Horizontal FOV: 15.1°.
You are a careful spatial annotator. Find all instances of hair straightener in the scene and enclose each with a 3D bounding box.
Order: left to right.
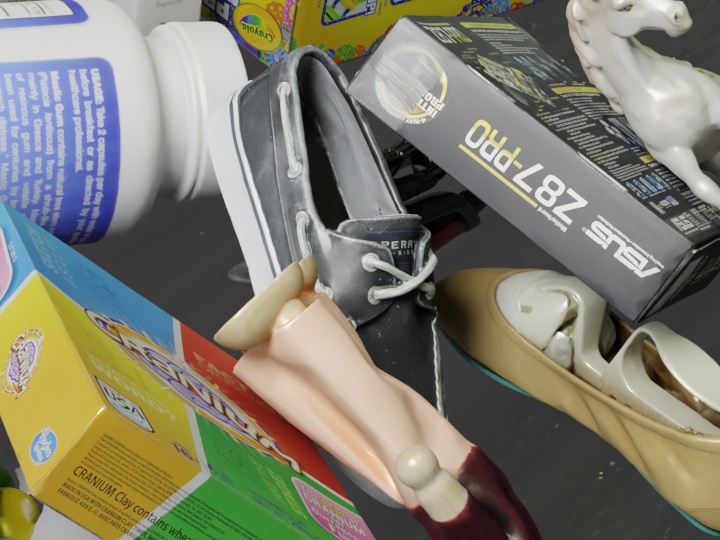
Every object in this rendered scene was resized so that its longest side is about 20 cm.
[{"bbox_3d":[0.013,-0.029,1.243,0.041,0.077,0.200,9,28,42],"label":"hair straightener"}]

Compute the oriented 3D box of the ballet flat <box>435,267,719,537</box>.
[{"bbox_3d":[0.111,0.038,1.191,0.069,0.063,0.200,-24,48,-39],"label":"ballet flat"}]

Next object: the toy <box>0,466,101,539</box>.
[{"bbox_3d":[-0.100,0.141,1.005,0.115,0.047,0.200,-17,39,-28],"label":"toy"}]

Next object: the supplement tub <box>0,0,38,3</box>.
[{"bbox_3d":[-0.239,-0.181,1.330,0.200,0.145,0.145,-12,41,-29],"label":"supplement tub"}]

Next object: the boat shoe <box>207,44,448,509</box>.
[{"bbox_3d":[0.000,0.000,1.144,0.072,0.068,0.200,-1,63,-44],"label":"boat shoe"}]

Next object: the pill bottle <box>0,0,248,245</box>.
[{"bbox_3d":[-0.155,-0.064,1.219,0.200,0.112,0.112,-5,38,-22],"label":"pill bottle"}]

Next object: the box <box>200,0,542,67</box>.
[{"bbox_3d":[-0.021,-0.221,1.464,0.192,0.122,0.200,-20,45,-36],"label":"box"}]

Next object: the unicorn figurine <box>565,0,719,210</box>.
[{"bbox_3d":[0.153,-0.071,1.218,0.137,0.200,0.074,42,86,13],"label":"unicorn figurine"}]

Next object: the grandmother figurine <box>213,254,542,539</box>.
[{"bbox_3d":[0.030,0.083,1.057,0.200,0.061,0.121,47,17,2],"label":"grandmother figurine"}]

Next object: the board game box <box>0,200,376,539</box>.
[{"bbox_3d":[-0.072,0.062,1.019,0.153,0.040,0.200,36,8,-28],"label":"board game box"}]

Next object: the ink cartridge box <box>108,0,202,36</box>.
[{"bbox_3d":[-0.140,-0.226,1.392,0.045,0.176,0.200,-14,42,-32],"label":"ink cartridge box"}]

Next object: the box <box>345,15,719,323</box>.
[{"bbox_3d":[0.092,-0.050,1.216,0.161,0.049,0.200,41,14,8],"label":"box"}]
